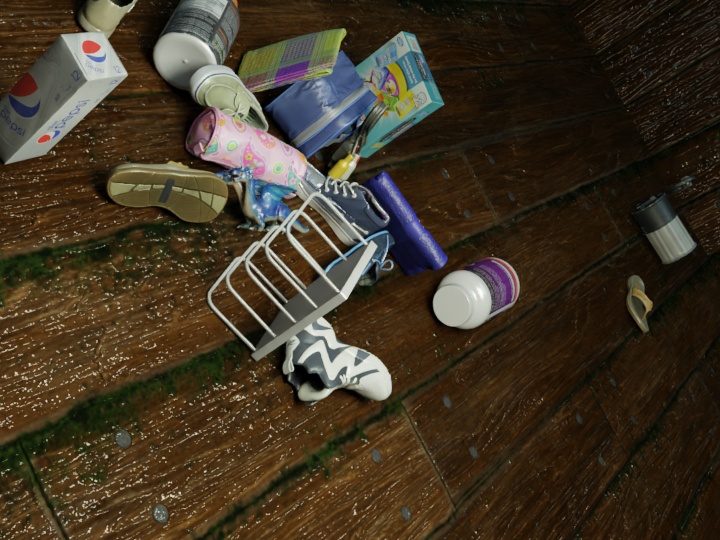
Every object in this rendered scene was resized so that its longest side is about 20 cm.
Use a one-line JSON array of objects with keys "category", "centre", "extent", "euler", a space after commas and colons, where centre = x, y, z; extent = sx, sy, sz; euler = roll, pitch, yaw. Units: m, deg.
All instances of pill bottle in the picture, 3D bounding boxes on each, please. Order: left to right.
[{"category": "pill bottle", "centre": [-0.256, -0.386, 1.492], "extent": [0.106, 0.106, 0.200], "euler": [41, 38, -25]}, {"category": "pill bottle", "centre": [0.218, 0.045, 1.767], "extent": [0.200, 0.112, 0.113], "euler": [-19, 81, -56]}]

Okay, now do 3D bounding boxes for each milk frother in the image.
[{"category": "milk frother", "centre": [0.947, -0.157, 2.771], "extent": [0.188, 0.200, 0.180], "euler": [56, 30, -6]}]

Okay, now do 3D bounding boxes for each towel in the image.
[{"category": "towel", "centre": [-0.124, -0.351, 1.565], "extent": [0.144, 0.199, 0.023], "euler": [-81, 153, -47]}, {"category": "towel", "centre": [0.071, -0.084, 1.654], "extent": [0.050, 0.148, 0.200], "euler": [-40, 100, -21]}]

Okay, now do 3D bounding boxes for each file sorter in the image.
[{"category": "file sorter", "centre": [-0.103, 0.006, 1.316], "extent": [0.125, 0.200, 0.139], "euler": [46, 36, -11]}]

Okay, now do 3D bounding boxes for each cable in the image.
[{"category": "cable", "centre": [0.005, -0.224, 1.623], "extent": [0.050, 0.200, 0.097], "euler": [48, 41, 1]}]

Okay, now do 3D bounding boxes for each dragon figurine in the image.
[{"category": "dragon figurine", "centre": [-0.139, -0.109, 1.439], "extent": [0.199, 0.059, 0.100], "euler": [6, 93, -42]}]

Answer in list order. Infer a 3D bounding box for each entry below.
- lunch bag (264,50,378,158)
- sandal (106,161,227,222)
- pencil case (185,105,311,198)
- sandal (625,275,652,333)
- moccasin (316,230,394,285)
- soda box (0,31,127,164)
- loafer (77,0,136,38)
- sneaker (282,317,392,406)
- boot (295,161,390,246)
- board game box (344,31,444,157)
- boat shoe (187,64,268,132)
[{"category": "lunch bag", "centre": [-0.059, -0.289, 1.643], "extent": [0.133, 0.136, 0.200], "euler": [53, 33, -9]}, {"category": "sandal", "centre": [-0.271, -0.121, 1.305], "extent": [0.200, 0.080, 0.054], "euler": [8, 34, -45]}, {"category": "pencil case", "centre": [-0.176, -0.183, 1.463], "extent": [0.200, 0.087, 0.088], "euler": [25, 47, -42]}, {"category": "sandal", "centre": [0.751, 0.079, 2.472], "extent": [0.080, 0.054, 0.200], "euler": [43, 37, -22]}, {"category": "moccasin", "centre": [0.000, 0.000, 1.564], "extent": [0.068, 0.081, 0.200], "euler": [47, 47, 7]}, {"category": "soda box", "centre": [-0.375, -0.208, 1.123], "extent": [0.068, 0.200, 0.064], "euler": [-29, 89, -54]}, {"category": "loafer", "centre": [-0.369, -0.431, 1.413], "extent": [0.076, 0.068, 0.201], "euler": [35, 41, -32]}, {"category": "sneaker", "centre": [-0.040, 0.167, 1.381], "extent": [0.199, 0.079, 0.130], "euler": [46, 41, -27]}, {"category": "boot", "centre": [-0.039, -0.136, 1.594], "extent": [0.200, 0.090, 0.073], "euler": [46, 37, -19]}, {"category": "board game box", "centre": [0.044, -0.329, 1.746], "extent": [0.047, 0.200, 0.152], "euler": [-3, 67, -52]}, {"category": "boat shoe", "centre": [-0.200, -0.266, 1.461], "extent": [0.062, 0.072, 0.200], "euler": [50, 12, 18]}]
